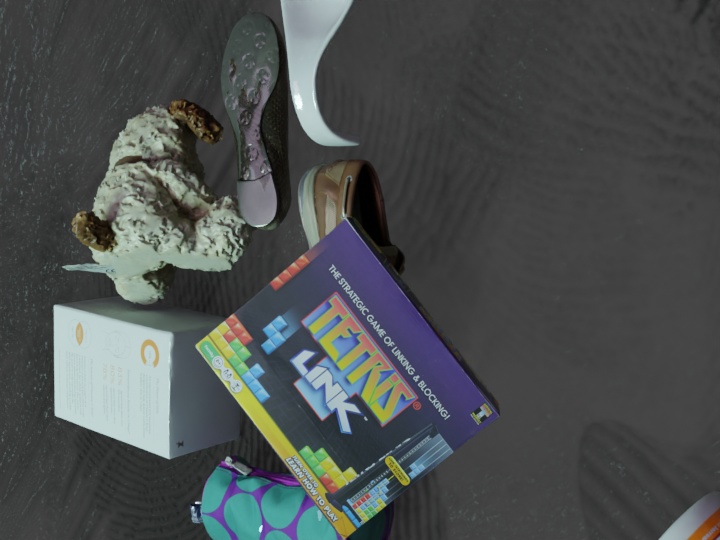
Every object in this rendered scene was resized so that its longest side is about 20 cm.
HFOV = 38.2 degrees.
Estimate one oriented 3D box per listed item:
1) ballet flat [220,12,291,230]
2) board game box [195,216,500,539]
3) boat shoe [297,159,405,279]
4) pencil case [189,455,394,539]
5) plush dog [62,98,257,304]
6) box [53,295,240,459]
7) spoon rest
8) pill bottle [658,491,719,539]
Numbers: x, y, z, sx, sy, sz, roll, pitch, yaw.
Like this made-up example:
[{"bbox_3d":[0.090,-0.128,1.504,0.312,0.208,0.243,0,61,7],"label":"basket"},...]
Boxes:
[{"bbox_3d":[-0.091,-0.139,0.980,0.066,0.046,0.204,-6,89,26],"label":"ballet flat"},{"bbox_3d":[-0.010,0.086,0.847,0.165,0.057,0.201,-39,89,8],"label":"board game box"},{"bbox_3d":[0.000,0.000,0.898,0.071,0.075,0.203,-16,86,38],"label":"boat shoe"},{"bbox_3d":[-0.063,0.222,0.970,0.198,0.085,0.094,-4,107,40],"label":"pencil case"},{"bbox_3d":[-0.211,-0.083,1.037,0.198,0.159,0.174,-23,55,38],"label":"plush dog"},{"bbox_3d":[-0.225,0.104,1.086,0.198,0.097,0.127,10,101,40],"label":"box"},{"bbox_3d":[-0.032,-0.211,0.907,0.098,0.060,0.204,3,98,40],"label":"spoon rest"},{"bbox_3d":[0.272,0.251,0.668,0.200,0.112,0.114,44,121,28],"label":"pill bottle"}]
